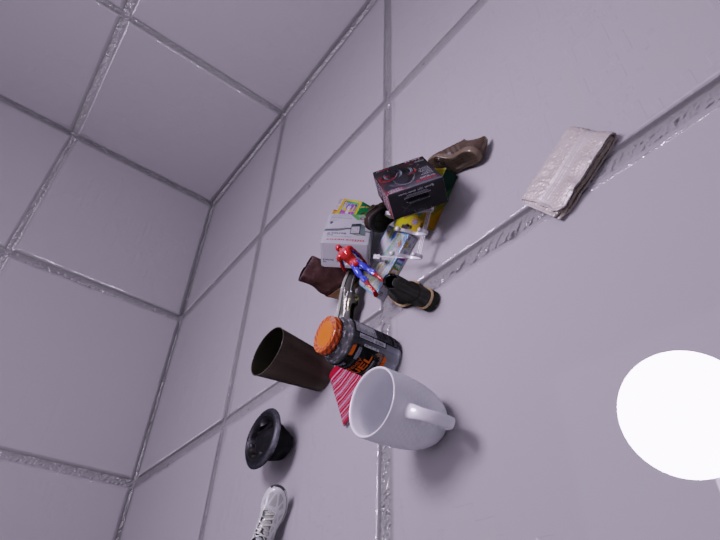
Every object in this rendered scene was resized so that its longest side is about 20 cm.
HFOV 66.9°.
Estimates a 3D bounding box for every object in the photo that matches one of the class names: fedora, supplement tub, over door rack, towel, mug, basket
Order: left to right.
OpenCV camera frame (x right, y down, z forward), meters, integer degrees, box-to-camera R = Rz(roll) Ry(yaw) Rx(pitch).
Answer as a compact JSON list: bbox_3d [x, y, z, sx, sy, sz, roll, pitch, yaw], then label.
[{"bbox_3d":[-0.265,0.514,1.641,0.201,0.091,0.201,-40,35,37],"label":"fedora"},{"bbox_3d":[-0.192,0.272,1.608,0.180,0.200,0.136,-41,34,34],"label":"basket"},{"bbox_3d":[-0.028,0.305,1.492,0.145,0.022,0.200,-54,29,18],"label":"towel"},{"bbox_3d":[-0.009,0.193,1.363,0.122,0.200,0.123,-41,34,37],"label":"supplement tub"},{"bbox_3d":[0.104,-0.101,1.469,0.200,0.067,0.148,-1,71,57],"label":"over door rack"},{"bbox_3d":[0.103,0.293,1.109,0.200,0.175,0.148,-12,56,56],"label":"mug"},{"bbox_3d":[0.428,-0.208,1.139,0.200,0.034,0.133,-59,28,7],"label":"towel"}]

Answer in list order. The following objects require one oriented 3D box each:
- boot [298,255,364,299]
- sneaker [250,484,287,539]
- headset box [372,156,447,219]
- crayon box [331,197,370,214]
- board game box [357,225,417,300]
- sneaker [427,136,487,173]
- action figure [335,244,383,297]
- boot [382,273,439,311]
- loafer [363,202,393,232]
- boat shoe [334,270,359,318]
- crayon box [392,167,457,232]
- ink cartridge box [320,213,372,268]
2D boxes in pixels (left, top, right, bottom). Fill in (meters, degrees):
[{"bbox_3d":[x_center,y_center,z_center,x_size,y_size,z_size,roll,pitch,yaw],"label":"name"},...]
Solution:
[{"bbox_3d":[-0.077,-0.005,1.685,0.200,0.166,0.072,-52,25,22],"label":"boot"},{"bbox_3d":[-0.245,0.679,1.440,0.115,0.075,0.201,112,174,-88],"label":"sneaker"},{"bbox_3d":[0.128,-0.213,1.413,0.148,0.075,0.200,-19,30,-1],"label":"headset box"},{"bbox_3d":[-0.038,-0.182,1.894,0.119,0.058,0.200,-64,28,-1],"label":"crayon box"},{"bbox_3d":[0.075,-0.025,1.588,0.200,0.034,0.134,-61,27,4],"label":"board game box"},{"bbox_3d":[0.270,-0.316,1.493,0.076,0.070,0.200,-52,26,-20],"label":"sneaker"},{"bbox_3d":[0.000,0.000,1.523,0.065,0.099,0.200,-42,62,-5],"label":"action figure"},{"bbox_3d":[0.093,0.039,1.389,0.200,0.138,0.078,2,68,61],"label":"boot"},{"bbox_3d":[0.051,-0.159,1.610,0.071,0.200,0.073,7,108,23],"label":"loafer"},{"bbox_3d":[-0.036,0.100,1.625,0.072,0.060,0.202,68,-147,-72],"label":"boat shoe"},{"bbox_3d":[0.179,-0.188,1.530,0.127,0.051,0.200,19,83,60],"label":"crayon box"},{"bbox_3d":[-0.036,-0.092,1.654,0.200,0.146,0.084,-81,-8,-59],"label":"ink cartridge box"}]
